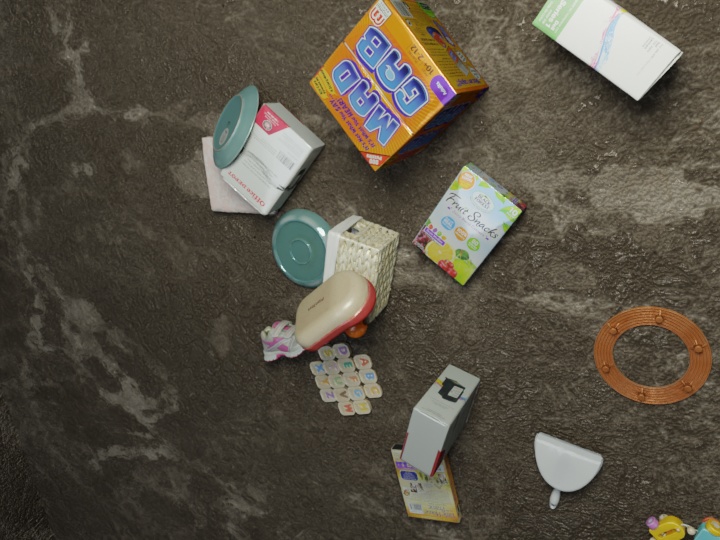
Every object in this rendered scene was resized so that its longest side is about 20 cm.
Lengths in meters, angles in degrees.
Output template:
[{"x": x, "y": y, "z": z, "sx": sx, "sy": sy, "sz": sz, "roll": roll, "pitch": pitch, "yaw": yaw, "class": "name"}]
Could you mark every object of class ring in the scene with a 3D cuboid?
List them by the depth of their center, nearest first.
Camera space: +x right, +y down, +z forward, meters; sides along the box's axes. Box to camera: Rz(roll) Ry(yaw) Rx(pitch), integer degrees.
[{"x": 0.546, "y": 0.165, "z": 1.021, "sx": 0.198, "sy": 0.019, "sz": 0.203, "roll": 11, "pitch": 115, "yaw": 25, "class": "ring"}]

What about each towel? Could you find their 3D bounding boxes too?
[{"x": -0.298, "y": -0.237, "z": 1.334, "sx": 0.198, "sy": 0.032, "sz": 0.194, "roll": 6, "pitch": 110, "yaw": 27, "class": "towel"}]

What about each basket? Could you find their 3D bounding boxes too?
[{"x": 0.000, "y": 0.000, "z": 1.196, "sx": 0.122, "sy": 0.135, "sz": 0.202, "roll": 17, "pitch": 118, "yaw": 20, "class": "basket"}]

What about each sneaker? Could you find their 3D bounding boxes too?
[{"x": -0.192, "y": 0.174, "z": 1.404, "sx": 0.198, "sy": 0.081, "sz": 0.089, "roll": -18, "pitch": 101, "yaw": 33, "class": "sneaker"}]

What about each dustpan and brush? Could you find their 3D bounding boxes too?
[{"x": 0.437, "y": 0.450, "z": 1.180, "sx": 0.138, "sy": 0.057, "sz": 0.203, "roll": 16, "pitch": 109, "yaw": 25, "class": "dustpan and brush"}]

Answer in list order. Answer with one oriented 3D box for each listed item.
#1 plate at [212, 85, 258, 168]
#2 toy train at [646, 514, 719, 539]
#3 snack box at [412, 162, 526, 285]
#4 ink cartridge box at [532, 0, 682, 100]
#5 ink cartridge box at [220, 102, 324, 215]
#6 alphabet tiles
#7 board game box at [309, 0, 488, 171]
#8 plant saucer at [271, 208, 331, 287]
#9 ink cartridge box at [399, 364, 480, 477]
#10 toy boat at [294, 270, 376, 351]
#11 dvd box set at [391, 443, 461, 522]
[{"x": -0.292, "y": -0.329, "z": 1.222, "sx": 0.199, "sy": 0.025, "sz": 0.203, "roll": -26, "pitch": 53, "yaw": 42, "class": "plate"}, {"x": 0.659, "y": 0.554, "z": 1.090, "sx": 0.198, "sy": 0.056, "sz": 0.152, "roll": -18, "pitch": 101, "yaw": 36, "class": "toy train"}, {"x": 0.213, "y": -0.091, "z": 1.088, "sx": 0.142, "sy": 0.053, "sz": 0.201, "roll": 39, "pitch": 123, "yaw": 9, "class": "snack box"}, {"x": 0.380, "y": -0.359, "z": 0.834, "sx": 0.200, "sy": 0.145, "sz": 0.084, "roll": 41, "pitch": 124, "yaw": 9, "class": "ink cartridge box"}, {"x": -0.199, "y": -0.249, "z": 1.219, "sx": 0.145, "sy": 0.083, "sz": 0.200, "roll": 42, "pitch": 116, "yaw": 0, "class": "ink cartridge box"}, {"x": -0.041, "y": 0.282, "z": 1.401, "sx": 0.194, "sy": 0.015, "sz": 0.202, "roll": -13, "pitch": 102, "yaw": 32, "class": "alphabet tiles"}, {"x": 0.075, "y": -0.336, "z": 0.983, "sx": 0.199, "sy": 0.200, "sz": 0.201, "roll": -38, "pitch": 88, "yaw": 34, "class": "board game box"}, {"x": -0.141, "y": -0.048, "z": 1.322, "sx": 0.198, "sy": 0.027, "sz": 0.203, "roll": 11, "pitch": 115, "yaw": 26, "class": "plant saucer"}, {"x": 0.176, "y": 0.322, "z": 1.183, "sx": 0.082, "sy": 0.200, "sz": 0.147, "roll": 23, "pitch": 118, "yaw": 23, "class": "ink cartridge box"}, {"x": -0.038, "y": 0.096, "z": 1.126, "sx": 0.130, "sy": 0.132, "sz": 0.199, "roll": 32, "pitch": 128, "yaw": -29, "class": "toy boat"}, {"x": 0.167, "y": 0.538, "z": 1.372, "sx": 0.145, "sy": 0.029, "sz": 0.203, "roll": -8, "pitch": 104, "yaw": 31, "class": "dvd box set"}]
